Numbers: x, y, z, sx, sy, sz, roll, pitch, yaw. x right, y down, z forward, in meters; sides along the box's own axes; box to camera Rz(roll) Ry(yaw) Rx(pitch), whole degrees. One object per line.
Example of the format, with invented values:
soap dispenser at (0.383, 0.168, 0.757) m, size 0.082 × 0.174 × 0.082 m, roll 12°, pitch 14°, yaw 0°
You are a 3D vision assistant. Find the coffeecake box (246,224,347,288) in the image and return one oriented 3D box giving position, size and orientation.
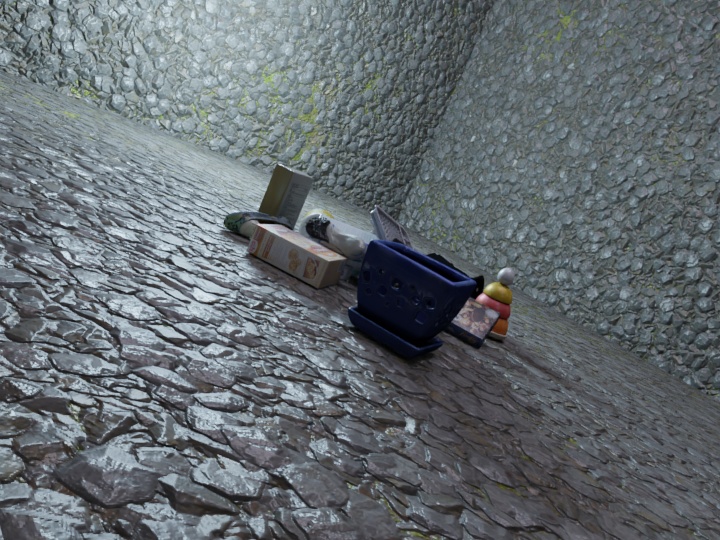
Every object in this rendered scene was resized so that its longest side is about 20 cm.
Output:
coffeecake box at (-0.150, -0.037, 1.508) m, size 0.199 × 0.074 × 0.153 m, roll 26°, pitch 10°, yaw 12°

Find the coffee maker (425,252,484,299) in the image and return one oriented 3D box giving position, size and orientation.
coffee maker at (0.266, 0.030, 2.010) m, size 0.191 × 0.136 × 0.199 m, roll 14°, pitch 14°, yaw -45°

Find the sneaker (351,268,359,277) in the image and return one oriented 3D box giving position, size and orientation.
sneaker at (0.000, 0.000, 1.746) m, size 0.199 × 0.076 × 0.088 m, roll 26°, pitch 25°, yaw 25°

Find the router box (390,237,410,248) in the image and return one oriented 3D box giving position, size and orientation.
router box at (0.143, 0.001, 1.524) m, size 0.199 × 0.062 × 0.150 m, roll 35°, pitch 2°, yaw 1°

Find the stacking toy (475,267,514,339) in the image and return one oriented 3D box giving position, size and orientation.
stacking toy at (0.399, 0.088, 1.832) m, size 0.145 × 0.202 × 0.146 m, roll 24°, pitch 10°, yaw -4°

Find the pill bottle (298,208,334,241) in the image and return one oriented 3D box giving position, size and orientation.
pill bottle at (-0.131, -0.132, 1.948) m, size 0.112 × 0.114 × 0.200 m, roll 24°, pitch 10°, yaw -6°

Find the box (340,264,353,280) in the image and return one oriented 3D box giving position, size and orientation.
box at (-0.114, -0.036, 1.692) m, size 0.199 × 0.039 × 0.041 m, roll 28°, pitch 13°, yaw 18°

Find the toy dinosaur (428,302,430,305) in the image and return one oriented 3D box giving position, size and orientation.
toy dinosaur at (0.114, 0.087, 1.475) m, size 0.199 × 0.103 × 0.135 m, roll -15°, pitch 18°, yaw -41°

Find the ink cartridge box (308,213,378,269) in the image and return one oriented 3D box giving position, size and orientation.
ink cartridge box at (-0.038, -0.075, 1.724) m, size 0.198 × 0.044 × 0.198 m, roll 22°, pitch 24°, yaw -2°

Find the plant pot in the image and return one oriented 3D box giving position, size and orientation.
plant pot at (0.098, 0.062, 1.277) m, size 0.199 × 0.181 × 0.200 m, roll 28°, pitch 10°, yaw 22°

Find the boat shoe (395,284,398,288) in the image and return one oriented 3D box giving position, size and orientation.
boat shoe at (0.192, 0.073, 1.818) m, size 0.198 × 0.073 × 0.072 m, roll 16°, pitch 14°, yaw 6°

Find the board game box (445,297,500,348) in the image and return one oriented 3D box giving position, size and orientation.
board game box at (0.256, 0.111, 1.659) m, size 0.199 × 0.035 × 0.135 m, roll 29°, pitch 40°, yaw 18°

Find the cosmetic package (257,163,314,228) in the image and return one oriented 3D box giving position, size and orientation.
cosmetic package at (-0.218, -0.186, 1.750) m, size 0.071 × 0.202 × 0.105 m, roll 29°, pitch 10°, yaw 29°

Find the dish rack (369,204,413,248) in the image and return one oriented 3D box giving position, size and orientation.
dish rack at (0.094, -0.082, 1.785) m, size 0.200 × 0.043 × 0.173 m, roll 36°, pitch 31°, yaw -51°

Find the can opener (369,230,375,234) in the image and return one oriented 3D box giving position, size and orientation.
can opener at (0.096, -0.045, 1.891) m, size 0.200 × 0.067 × 0.053 m, roll 44°, pitch 29°, yaw 12°

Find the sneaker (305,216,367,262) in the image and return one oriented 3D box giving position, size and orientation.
sneaker at (-0.064, -0.075, 1.602) m, size 0.199 × 0.072 × 0.073 m, roll 30°, pitch -26°, yaw 30°

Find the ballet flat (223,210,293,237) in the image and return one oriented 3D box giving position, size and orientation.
ballet flat at (-0.258, -0.113, 1.637) m, size 0.198 × 0.075 × 0.074 m, roll -2°, pitch 24°, yaw -38°
